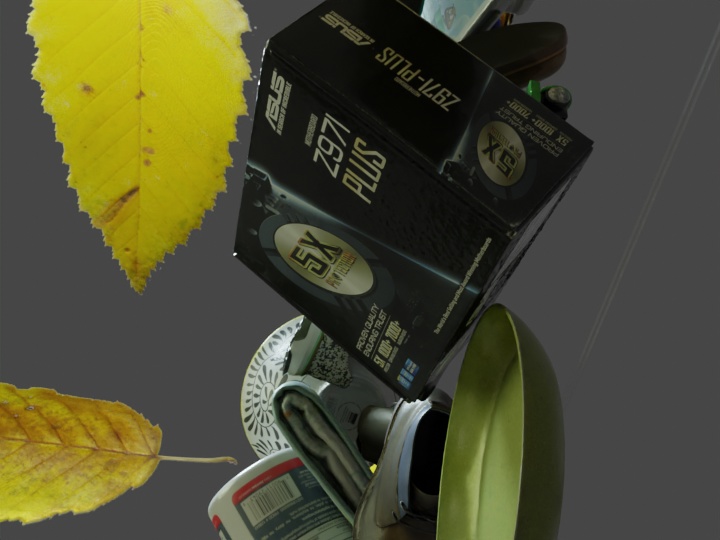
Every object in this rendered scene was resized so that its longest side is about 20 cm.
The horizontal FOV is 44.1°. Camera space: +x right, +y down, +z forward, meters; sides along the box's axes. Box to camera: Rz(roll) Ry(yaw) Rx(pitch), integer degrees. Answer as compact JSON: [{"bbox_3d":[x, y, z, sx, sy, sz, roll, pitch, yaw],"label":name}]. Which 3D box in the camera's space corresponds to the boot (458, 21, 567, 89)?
[{"bbox_3d":[0.058,-0.103,0.601,0.076,0.199,0.074,57,-142,-19],"label":"boot"}]

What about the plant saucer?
[{"bbox_3d":[0.077,0.120,0.498,0.200,0.031,0.202,-171,90,-86],"label":"plant saucer"}]

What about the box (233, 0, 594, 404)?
[{"bbox_3d":[0.017,-0.038,0.534,0.086,0.163,0.200,-43,-14,-33],"label":"box"}]

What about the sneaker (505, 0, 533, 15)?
[{"bbox_3d":[0.099,-0.299,0.687,0.075,0.088,0.202,110,167,-73],"label":"sneaker"}]

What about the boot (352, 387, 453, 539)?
[{"bbox_3d":[0.035,0.185,0.668,0.097,0.074,0.202,102,178,-82],"label":"boot"}]

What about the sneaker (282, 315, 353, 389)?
[{"bbox_3d":[-0.009,0.048,0.951,0.201,0.088,0.077,-60,1,-33],"label":"sneaker"}]

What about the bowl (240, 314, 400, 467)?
[{"bbox_3d":[-0.025,0.150,0.981,0.094,0.199,0.203,-168,87,-69],"label":"bowl"}]

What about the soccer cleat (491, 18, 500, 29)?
[{"bbox_3d":[0.089,-0.126,0.675,0.084,0.064,0.201,-43,35,37],"label":"soccer cleat"}]

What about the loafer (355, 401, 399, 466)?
[{"bbox_3d":[0.030,0.162,0.833,0.200,0.069,0.076,108,170,-71],"label":"loafer"}]

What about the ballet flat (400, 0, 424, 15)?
[{"bbox_3d":[-0.001,-0.159,0.662,0.068,0.068,0.201,34,121,40],"label":"ballet flat"}]

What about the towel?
[{"bbox_3d":[-0.017,0.190,0.832,0.201,0.048,0.171,56,171,4],"label":"towel"}]

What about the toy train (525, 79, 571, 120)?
[{"bbox_3d":[0.084,-0.046,0.574,0.201,0.056,0.042,103,175,-56],"label":"toy train"}]

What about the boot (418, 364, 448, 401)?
[{"bbox_3d":[0.000,0.000,0.688,0.201,0.173,0.070,-71,3,-51],"label":"boot"}]

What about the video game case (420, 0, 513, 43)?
[{"bbox_3d":[0.055,-0.214,0.649,0.200,0.017,0.144,-47,49,52],"label":"video game case"}]

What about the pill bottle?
[{"bbox_3d":[-0.054,0.290,0.878,0.201,0.119,0.120,55,156,22],"label":"pill bottle"}]
